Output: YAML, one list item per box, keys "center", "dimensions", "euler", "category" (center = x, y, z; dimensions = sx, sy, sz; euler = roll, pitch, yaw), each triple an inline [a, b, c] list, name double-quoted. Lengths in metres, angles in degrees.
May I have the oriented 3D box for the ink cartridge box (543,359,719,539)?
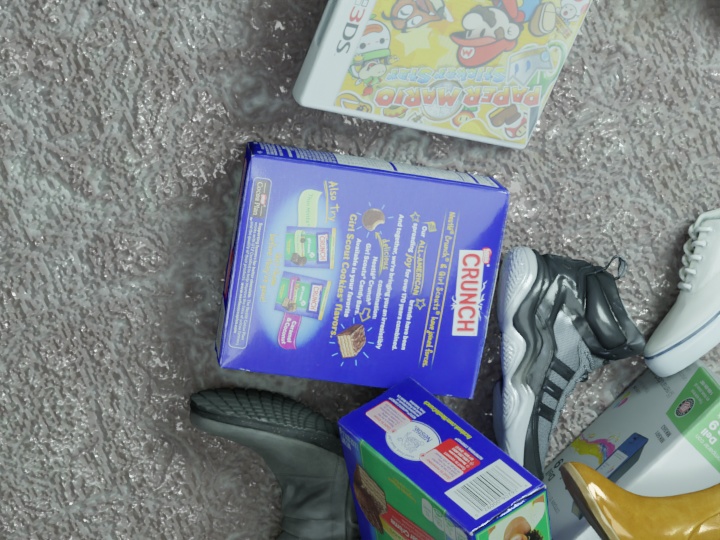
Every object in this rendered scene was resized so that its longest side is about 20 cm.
- center: [0.220, 0.168, 1.709]
  dimensions: [0.087, 0.145, 0.200]
  euler: [42, 97, -14]
  category: "ink cartridge box"

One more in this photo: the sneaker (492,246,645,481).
- center: [0.163, 0.081, 1.715]
  dimensions: [0.113, 0.075, 0.201]
  euler: [0, 102, -3]
  category: "sneaker"

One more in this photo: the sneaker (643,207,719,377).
- center: [0.279, -0.009, 1.711]
  dimensions: [0.071, 0.073, 0.200]
  euler: [41, 88, -11]
  category: "sneaker"

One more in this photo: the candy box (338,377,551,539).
- center: [0.070, 0.208, 1.638]
  dimensions: [0.077, 0.169, 0.200]
  euler: [-29, 130, -22]
  category: "candy box"

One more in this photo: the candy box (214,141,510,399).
- center: [0.000, 0.000, 1.677]
  dimensions: [0.199, 0.077, 0.170]
  euler: [8, 103, -7]
  category: "candy box"

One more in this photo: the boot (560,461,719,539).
- center: [0.251, 0.176, 1.609]
  dimensions: [0.144, 0.071, 0.201]
  euler: [-40, 108, -1]
  category: "boot"

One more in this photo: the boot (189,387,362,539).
- center: [-0.052, 0.174, 1.722]
  dimensions: [0.199, 0.070, 0.132]
  euler: [16, 105, -10]
  category: "boot"

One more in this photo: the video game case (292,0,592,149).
- center: [0.070, -0.185, 1.611]
  dimensions: [0.199, 0.023, 0.182]
  euler: [9, 118, -29]
  category: "video game case"
